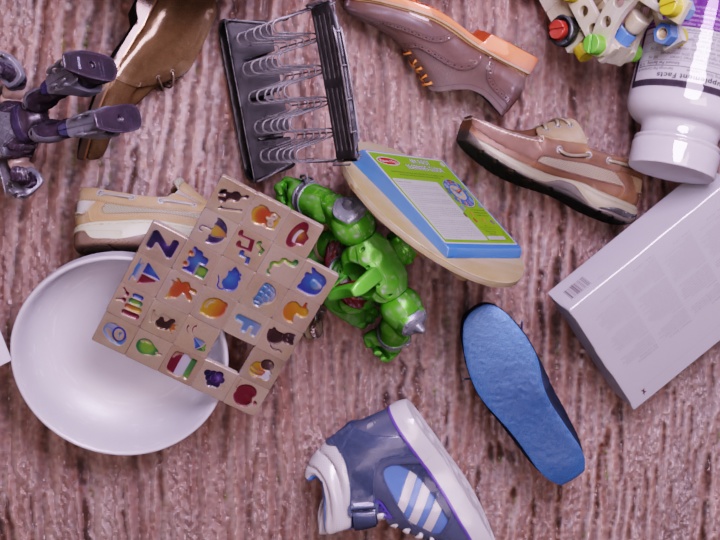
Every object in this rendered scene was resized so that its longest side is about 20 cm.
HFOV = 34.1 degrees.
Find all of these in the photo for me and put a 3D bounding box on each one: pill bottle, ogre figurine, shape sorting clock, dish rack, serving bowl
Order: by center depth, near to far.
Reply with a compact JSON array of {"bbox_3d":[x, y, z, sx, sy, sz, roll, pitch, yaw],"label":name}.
[{"bbox_3d":[-0.061,-0.158,1.038,0.054,0.200,0.154,-15,100,-23],"label":"dish rack"},{"bbox_3d":[0.065,-0.051,1.069,0.199,0.200,0.039,35,115,-11],"label":"shape sorting clock"},{"bbox_3d":[0.000,0.000,1.096,0.098,0.120,0.201,-16,97,-26],"label":"ogre figurine"},{"bbox_3d":[-0.222,0.070,1.101,0.199,0.066,0.201,-1,111,-4],"label":"serving bowl"},{"bbox_3d":[0.316,-0.189,1.108,0.111,0.111,0.201,14,87,-9],"label":"pill bottle"}]

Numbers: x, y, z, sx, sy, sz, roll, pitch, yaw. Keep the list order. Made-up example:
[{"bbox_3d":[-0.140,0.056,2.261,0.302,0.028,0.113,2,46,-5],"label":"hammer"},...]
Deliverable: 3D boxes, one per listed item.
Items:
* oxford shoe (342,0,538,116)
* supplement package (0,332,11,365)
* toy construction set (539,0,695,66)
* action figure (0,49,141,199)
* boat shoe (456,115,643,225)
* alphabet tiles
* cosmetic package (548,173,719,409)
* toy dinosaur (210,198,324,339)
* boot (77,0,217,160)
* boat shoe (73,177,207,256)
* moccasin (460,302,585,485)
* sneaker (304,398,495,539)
[{"bbox_3d":[0.067,-0.209,1.109,0.199,0.071,0.073,22,102,-8],"label":"oxford shoe"},{"bbox_3d":[-0.416,0.014,1.034,0.109,0.114,0.201,-12,103,36],"label":"supplement package"},{"bbox_3d":[0.226,-0.272,1.082,0.092,0.201,0.131,13,141,-34],"label":"toy construction set"},{"bbox_3d":[-0.287,-0.135,1.034,0.199,0.069,0.131,-12,97,39],"label":"action figure"},{"bbox_3d":[0.189,-0.111,1.141,0.199,0.076,0.074,22,89,-18],"label":"boat shoe"},{"bbox_3d":[-0.123,0.019,1.041,0.166,0.008,0.201,27,112,-12],"label":"alphabet tiles"},{"bbox_3d":[0.304,0.019,1.159,0.200,0.052,0.151,-38,118,-1],"label":"cosmetic package"},{"bbox_3d":[-0.097,0.010,1.091,0.088,0.048,0.200,-31,142,-3],"label":"toy dinosaur"},{"bbox_3d":[-0.198,-0.183,1.080,0.075,0.074,0.201,27,92,-20],"label":"boot"},{"bbox_3d":[-0.166,-0.051,1.101,0.199,0.072,0.077,3,73,-19],"label":"boat shoe"},{"bbox_3d":[0.153,0.123,1.168,0.080,0.068,0.201,-25,99,4],"label":"moccasin"},{"bbox_3d":[0.033,0.238,1.167,0.146,0.081,0.201,-32,104,6],"label":"sneaker"}]
